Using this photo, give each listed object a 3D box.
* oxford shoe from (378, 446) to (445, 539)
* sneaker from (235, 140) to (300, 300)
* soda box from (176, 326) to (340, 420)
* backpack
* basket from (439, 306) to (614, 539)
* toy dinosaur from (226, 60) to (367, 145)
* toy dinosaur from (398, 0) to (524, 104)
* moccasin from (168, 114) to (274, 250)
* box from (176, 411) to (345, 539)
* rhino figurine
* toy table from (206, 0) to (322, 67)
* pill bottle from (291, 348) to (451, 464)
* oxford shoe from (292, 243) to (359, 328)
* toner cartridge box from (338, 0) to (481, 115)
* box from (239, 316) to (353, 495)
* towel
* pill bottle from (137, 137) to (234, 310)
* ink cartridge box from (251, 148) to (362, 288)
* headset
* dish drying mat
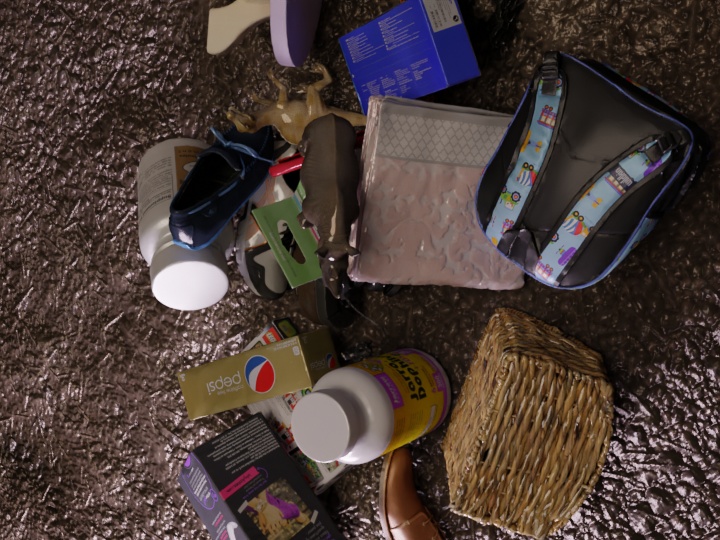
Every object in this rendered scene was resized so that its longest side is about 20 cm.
[{"bbox_3d":[0.064,0.293,1.206,0.071,0.071,0.200,-3,104,23],"label":"oxford shoe"},{"bbox_3d":[-0.103,-0.062,1.262,0.080,0.074,0.200,3,97,30],"label":"sneaker"},{"bbox_3d":[-0.125,0.126,1.258,0.200,0.068,0.064,-20,85,32],"label":"soda box"},{"bbox_3d":[0.219,-0.089,1.016,0.183,0.134,0.200,37,113,22],"label":"backpack"},{"bbox_3d":[0.183,0.162,1.112,0.143,0.149,0.200,16,107,-4],"label":"basket"},{"bbox_3d":[-0.058,-0.188,1.217,0.058,0.200,0.101,105,162,-61],"label":"toy dinosaur"},{"bbox_3d":[0.092,-0.273,1.120,0.136,0.102,0.200,16,130,44],"label":"toy dinosaur"},{"bbox_3d":[-0.152,-0.112,1.182,0.080,0.200,0.068,12,144,15],"label":"moccasin"},{"bbox_3d":[-0.123,0.297,1.273,0.200,0.106,0.122,55,149,15],"label":"box"},{"bbox_3d":[-0.030,-0.065,1.031,0.087,0.060,0.200,120,149,-62],"label":"rhino figurine"},{"bbox_3d":[-0.113,-0.340,1.190,0.117,0.184,0.200,9,88,15],"label":"toy table"},{"bbox_3d":[0.012,0.150,1.137,0.104,0.200,0.104,4,98,32],"label":"pill bottle"},{"bbox_3d":[-0.050,-0.034,1.235,0.084,0.073,0.200,5,91,47],"label":"oxford shoe"},{"bbox_3d":[0.047,-0.227,1.096,0.200,0.043,0.095,0,109,66],"label":"toner cartridge box"},{"bbox_3d":[-0.079,0.171,1.295,0.110,0.035,0.200,-44,72,28],"label":"box"},{"bbox_3d":[0.092,-0.076,1.078,0.032,0.200,0.191,-149,64,-68],"label":"towel"},{"bbox_3d":[-0.211,-0.056,1.258,0.114,0.114,0.200,-41,42,29],"label":"pill bottle"},{"bbox_3d":[-0.004,-0.068,1.123,0.104,0.200,0.059,61,155,15],"label":"ink cartridge box"},{"bbox_3d":[0.000,0.000,1.180,0.094,0.123,0.200,140,129,-69],"label":"headset"},{"bbox_3d":[-0.008,-0.143,1.152,0.200,0.077,0.018,-15,96,36],"label":"dish drying mat"}]
